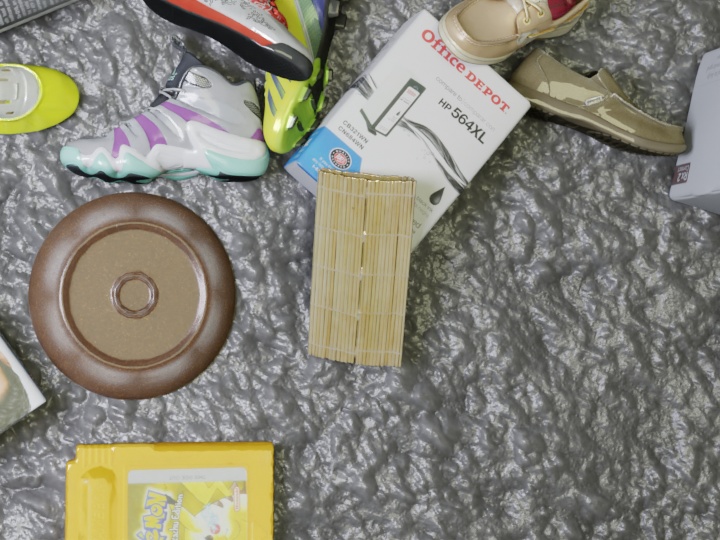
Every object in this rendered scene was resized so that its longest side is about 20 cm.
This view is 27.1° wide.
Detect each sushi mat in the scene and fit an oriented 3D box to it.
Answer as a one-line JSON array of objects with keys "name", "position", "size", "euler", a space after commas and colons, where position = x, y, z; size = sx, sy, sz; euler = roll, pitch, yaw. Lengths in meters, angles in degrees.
[{"name": "sushi mat", "position": [0.000, 0.000, 1.422], "size": [0.095, 0.012, 0.201], "euler": [8, 116, 7]}]

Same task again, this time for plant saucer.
[{"name": "plant saucer", "position": [-0.216, 0.024, 1.426], "size": [0.199, 0.037, 0.202], "euler": [0, 88, -11]}]

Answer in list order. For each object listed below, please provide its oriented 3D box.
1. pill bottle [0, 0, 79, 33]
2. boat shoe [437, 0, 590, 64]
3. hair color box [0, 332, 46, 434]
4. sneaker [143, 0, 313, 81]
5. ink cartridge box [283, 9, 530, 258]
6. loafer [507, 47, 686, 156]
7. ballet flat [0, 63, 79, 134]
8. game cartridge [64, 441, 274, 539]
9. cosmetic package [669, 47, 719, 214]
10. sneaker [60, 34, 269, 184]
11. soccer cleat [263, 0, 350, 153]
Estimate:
[{"name": "pill bottle", "position": [-0.325, -0.284, 1.374], "size": [0.199, 0.114, 0.114], "euler": [-25, 93, -12]}, {"name": "boat shoe", "position": [0.156, -0.258, 1.453], "size": [0.200, 0.069, 0.074], "euler": [-27, 78, -42]}, {"name": "hair color box", "position": [-0.387, 0.067, 1.376], "size": [0.099, 0.061, 0.200], "euler": [-36, 96, -11]}, {"name": "sneaker", "position": [-0.106, -0.263, 1.409], "size": [0.201, 0.067, 0.108], "euler": [29, 76, 24]}, {"name": "ink cartridge box", "position": [0.046, -0.132, 1.460], "size": [0.146, 0.084, 0.200], "euler": [40, 82, -7]}, {"name": "loafer", "position": [0.243, -0.168, 1.506], "size": [0.199, 0.076, 0.068], "euler": [19, 90, -10]}, {"name": "ballet flat", "position": [-0.362, -0.164, 1.386], "size": [0.199, 0.067, 0.067], "euler": [2, 87, -12]}, {"name": "game cartridge", "position": [-0.182, 0.253, 1.426], "size": [0.199, 0.032, 0.177], "euler": [0, 88, -13]}, {"name": "cosmetic package", "position": [0.448, -0.128, 1.501], "size": [0.199, 0.165, 0.166], "euler": [16, 85, -12]}, {"name": "sneaker", "position": [-0.188, -0.156, 1.423], "size": [0.199, 0.078, 0.141], "euler": [-1, 87, -21]}, {"name": "soccer cleat", "position": [-0.069, -0.207, 1.446], "size": [0.083, 0.065, 0.201], "euler": [10, 74, 14]}]
